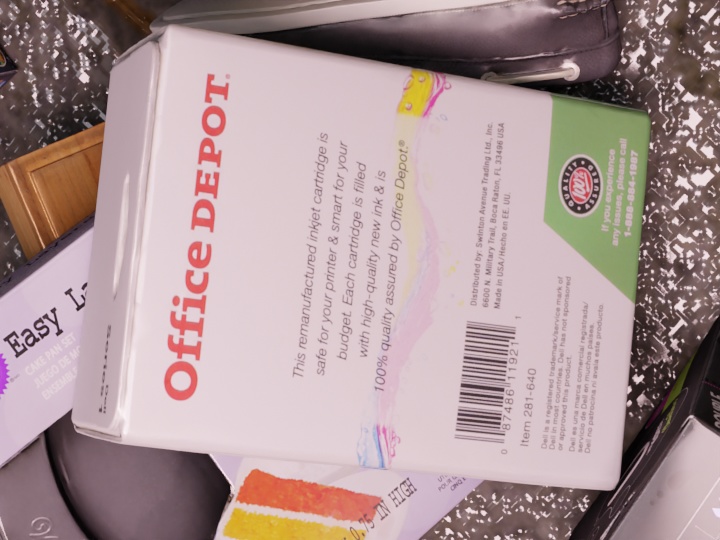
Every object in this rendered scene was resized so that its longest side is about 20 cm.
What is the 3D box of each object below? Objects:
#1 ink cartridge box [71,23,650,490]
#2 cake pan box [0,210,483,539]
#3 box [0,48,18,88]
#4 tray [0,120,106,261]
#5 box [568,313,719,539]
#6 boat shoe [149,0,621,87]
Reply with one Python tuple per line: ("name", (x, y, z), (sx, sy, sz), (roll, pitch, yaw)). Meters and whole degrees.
("ink cartridge box", (0.000, 0.000, 0.712), (0.198, 0.084, 0.147), (8, 85, -21))
("cake pan box", (-0.059, 0.057, 0.757), (0.199, 0.052, 0.185), (-37, 98, -20))
("box", (-0.270, -0.079, 0.857), (0.200, 0.038, 0.137), (-39, 89, 18))
("tray", (-0.069, 0.031, 0.800), (0.098, 0.037, 0.202), (-25, 95, -22))
("box", (0.182, 0.135, 0.723), (0.199, 0.148, 0.125), (33, 108, 6))
("boat shoe", (0.009, -0.097, 0.766), (0.198, 0.074, 0.061), (-6, 118, 21))
